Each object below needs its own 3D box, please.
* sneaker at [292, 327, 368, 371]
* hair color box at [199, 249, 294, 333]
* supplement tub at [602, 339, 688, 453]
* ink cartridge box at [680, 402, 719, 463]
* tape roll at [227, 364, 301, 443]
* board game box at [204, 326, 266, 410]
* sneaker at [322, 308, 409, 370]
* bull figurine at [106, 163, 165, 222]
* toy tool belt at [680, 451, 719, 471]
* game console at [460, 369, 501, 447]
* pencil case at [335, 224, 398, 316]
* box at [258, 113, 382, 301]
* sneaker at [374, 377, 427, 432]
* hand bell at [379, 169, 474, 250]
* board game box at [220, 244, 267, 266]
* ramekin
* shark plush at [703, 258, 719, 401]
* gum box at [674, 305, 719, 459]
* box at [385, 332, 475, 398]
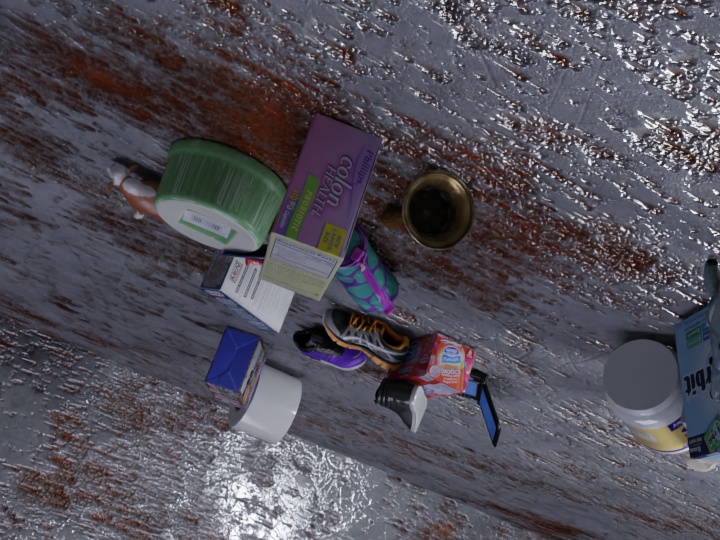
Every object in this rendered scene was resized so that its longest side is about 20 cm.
[{"bbox_3d":[-0.075,0.173,2.021,0.199,0.070,0.100,3,153,36],"label":"sneaker"},{"bbox_3d":[-0.220,0.037,1.753,0.060,0.101,0.200,6,156,35],"label":"hair color box"},{"bbox_3d":[0.497,0.211,1.486,0.144,0.146,0.200,4,155,36],"label":"supplement tub"},{"bbox_3d":[0.584,0.212,1.406,0.083,0.146,0.200,3,155,36],"label":"ink cartridge box"},{"bbox_3d":[-0.276,0.379,2.545,0.138,0.204,0.202,26,159,-20],"label":"tape roll"},{"bbox_3d":[-0.328,0.262,2.349,0.096,0.161,0.200,18,160,5],"label":"board game box"},{"bbox_3d":[0.014,0.128,1.838,0.199,0.079,0.077,28,131,-10],"label":"sneaker"},{"bbox_3d":[-0.344,-0.118,1.520,0.199,0.066,0.121,22,164,-1],"label":"bull figurine"},{"bbox_3d":[0.709,0.334,1.694,0.198,0.126,0.123,17,-169,16],"label":"toy tool belt"},{"bbox_3d":[0.241,0.304,2.003,0.174,0.117,0.200,15,159,11],"label":"game console"},{"bbox_3d":[0.000,0.000,1.477,0.092,0.085,0.200,47,177,32],"label":"pencil case"},{"bbox_3d":[-0.058,-0.078,1.195,0.096,0.177,0.200,20,160,-5],"label":"box"},{"bbox_3d":[0.084,0.282,1.886,0.098,0.071,0.200,16,154,16],"label":"sneaker"},{"bbox_3d":[0.071,-0.078,1.248,0.104,0.105,0.200,25,171,-17],"label":"hand bell"},{"bbox_3d":[-0.147,-0.015,1.487,0.156,0.039,0.200,0,-173,1],"label":"board game box"},{"bbox_3d":[-0.223,-0.109,1.380,0.198,0.098,0.200,17,160,6],"label":"ramekin"},{"bbox_3d":[0.462,0.071,1.134,0.090,0.083,0.201,22,119,15],"label":"shark plush"},{"bbox_3d":[0.508,0.152,1.242,0.044,0.202,0.170,3,161,-6],"label":"gum box"},{"bbox_3d":[0.143,0.204,1.860,0.099,0.096,0.200,26,160,-16],"label":"box"}]
